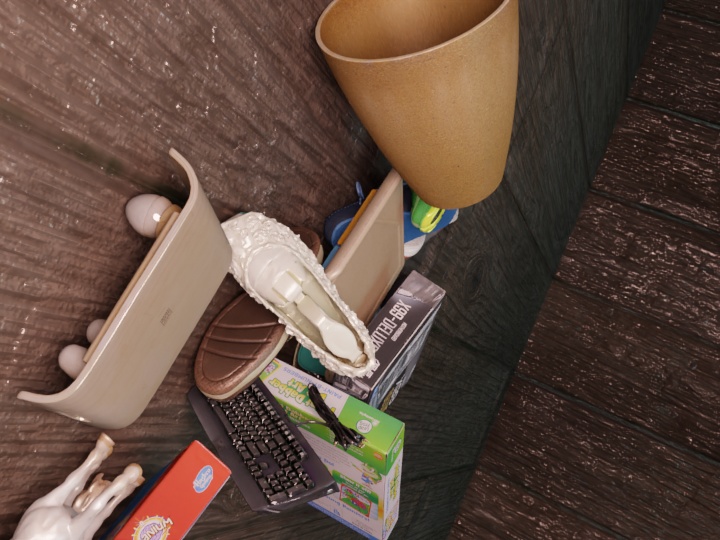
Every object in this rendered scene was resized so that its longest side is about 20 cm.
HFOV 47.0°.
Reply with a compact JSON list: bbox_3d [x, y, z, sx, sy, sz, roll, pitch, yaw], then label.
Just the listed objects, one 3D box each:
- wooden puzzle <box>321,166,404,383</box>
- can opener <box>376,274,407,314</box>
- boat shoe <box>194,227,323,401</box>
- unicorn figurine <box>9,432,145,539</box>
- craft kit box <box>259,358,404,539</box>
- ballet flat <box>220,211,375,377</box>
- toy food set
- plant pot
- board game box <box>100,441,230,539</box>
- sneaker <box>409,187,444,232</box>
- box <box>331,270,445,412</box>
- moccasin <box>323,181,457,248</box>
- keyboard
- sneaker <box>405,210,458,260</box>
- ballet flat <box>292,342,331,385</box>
[{"bbox_3d":[0.000,0.000,0.906,0.186,0.037,0.202,-57,161,-34],"label":"wooden puzzle"},{"bbox_3d":[0.047,0.063,1.205,0.200,0.063,0.080,-41,147,-50],"label":"can opener"},{"bbox_3d":[-0.090,0.054,0.825,0.203,0.074,0.075,-56,154,-30],"label":"boat shoe"},{"bbox_3d":[-0.226,0.183,0.607,0.137,0.073,0.201,-46,158,-23],"label":"unicorn figurine"},{"bbox_3d":[-0.049,0.191,0.895,0.049,0.197,0.199,-52,156,-34],"label":"craft kit box"},{"bbox_3d":[-0.050,0.025,0.751,0.200,0.071,0.072,46,61,-22],"label":"ballet flat"},{"bbox_3d":[-0.172,0.022,0.631,0.202,0.060,0.144,-61,170,-15],"label":"toy food set"},{"bbox_3d":[0.076,-0.165,0.790,0.187,0.184,0.202,-54,138,-32],"label":"plant pot"},{"bbox_3d":[-0.201,0.243,0.668,0.201,0.040,0.153,-52,-174,-38],"label":"board game box"},{"bbox_3d":[0.069,-0.132,0.977,0.074,0.082,0.203,101,-6,-60],"label":"sneaker"},{"bbox_3d":[0.021,0.117,0.972,0.158,0.049,0.201,-48,164,-34],"label":"box"},{"bbox_3d":[0.030,-0.068,1.009,0.198,0.068,0.081,-13,140,-39],"label":"moccasin"},{"bbox_3d":[-0.072,0.140,0.748,0.125,0.200,0.021,-12,118,-25],"label":"keyboard"},{"bbox_3d":[0.066,-0.060,1.150,0.082,0.077,0.200,-47,174,39],"label":"sneaker"},{"bbox_3d":[-0.057,0.128,1.024,0.203,0.069,0.069,-66,160,1],"label":"ballet flat"}]
